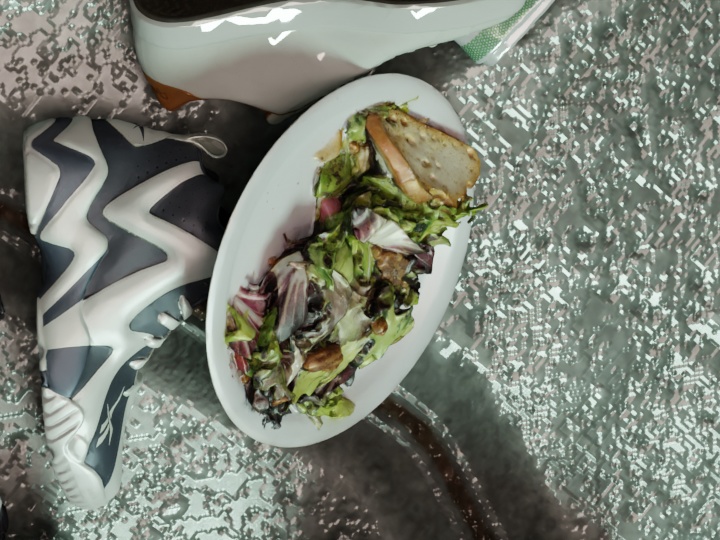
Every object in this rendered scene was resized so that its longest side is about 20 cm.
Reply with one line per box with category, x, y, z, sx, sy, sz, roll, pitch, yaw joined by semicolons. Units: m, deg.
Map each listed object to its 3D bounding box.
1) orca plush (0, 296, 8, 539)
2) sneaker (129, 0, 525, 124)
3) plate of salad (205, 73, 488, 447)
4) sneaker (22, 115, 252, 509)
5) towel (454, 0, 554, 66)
orca plush;-0.228;0.048;1.082;0.105;0.071;0.201;-57;137;-45
sneaker;-0.014;-0.122;1.085;0.198;0.073;0.085;-6;137;-4
plate of salad;0.000;0.000;1.094;0.199;0.048;0.201;-30;132;-39
sneaker;-0.100;0.020;1.090;0.128;0.079;0.201;-5;97;-8
towel;0.050;-0.221;1.098;0.149;0.031;0.200;-47;113;-2
